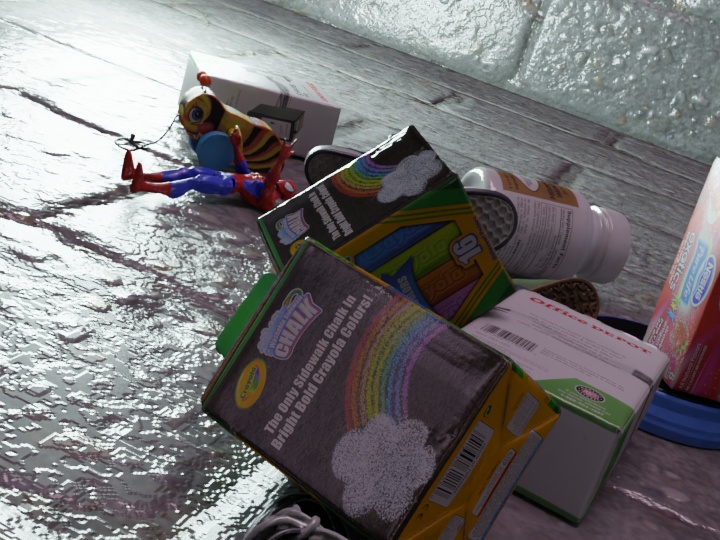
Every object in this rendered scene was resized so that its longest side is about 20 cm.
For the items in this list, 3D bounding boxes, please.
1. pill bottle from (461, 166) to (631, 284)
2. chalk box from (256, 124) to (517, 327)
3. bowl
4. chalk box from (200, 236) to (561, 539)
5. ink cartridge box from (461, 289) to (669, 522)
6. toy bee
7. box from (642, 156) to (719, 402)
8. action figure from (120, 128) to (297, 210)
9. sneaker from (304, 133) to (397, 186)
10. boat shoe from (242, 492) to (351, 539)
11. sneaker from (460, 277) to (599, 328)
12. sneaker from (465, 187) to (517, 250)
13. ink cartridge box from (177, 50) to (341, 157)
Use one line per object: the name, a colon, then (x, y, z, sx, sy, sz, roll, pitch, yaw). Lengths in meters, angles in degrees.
pill bottle: (0.212, -0.046, 1.246, 0.198, 0.115, 0.114, 12, 20, -19)
chalk box: (0.000, 0.000, 0.852, 0.124, 0.199, 0.125, 58, 2, -29)
bowl: (0.287, 0.101, 1.022, 0.199, 0.040, 0.201, 17, 19, -6)
chalk box: (-0.002, 0.073, 0.647, 0.199, 0.125, 0.124, 31, -5, 32)
ink cartridge box: (0.149, 0.096, 0.837, 0.145, 0.085, 0.200, 26, 20, 20)
toy bee: (-0.175, -0.177, 1.266, 0.199, 0.110, 0.131, -2, 29, -45)
box: (0.341, 0.013, 0.944, 0.099, 0.202, 0.096, 15, 17, -8)
action figure: (-0.150, -0.120, 1.154, 0.198, 0.100, 0.065, 8, 22, -33)
sneaker: (0.011, -0.127, 1.319, 0.201, 0.077, 0.147, 20, 28, -25)
boat shoe: (-0.033, 0.156, 0.528, 0.073, 0.069, 0.199, 19, 19, 3)
sneaker: (0.121, 0.043, 1.012, 0.198, 0.068, 0.090, -3, -5, -16)
sneaker: (0.041, -0.045, 1.033, 0.200, 0.078, 0.146, -15, 18, -5)
ink cartridge box: (-0.143, -0.229, 1.471, 0.198, 0.085, 0.146, 10, 20, -22)
